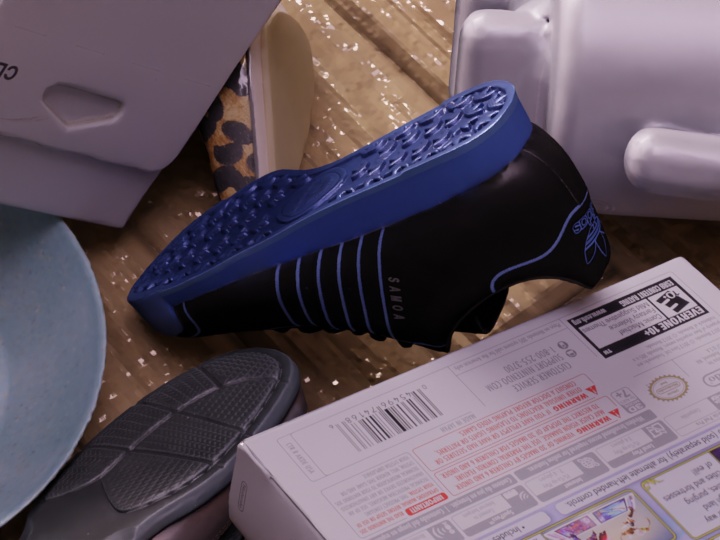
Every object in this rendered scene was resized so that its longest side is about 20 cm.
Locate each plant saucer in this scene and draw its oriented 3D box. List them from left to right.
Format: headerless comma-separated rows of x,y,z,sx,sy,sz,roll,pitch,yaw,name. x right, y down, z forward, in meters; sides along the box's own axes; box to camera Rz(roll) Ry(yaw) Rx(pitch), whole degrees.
-0.195,0.037,0.949,0.200,0.039,0.201,2,56,-3,plant saucer

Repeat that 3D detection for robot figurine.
0.136,-0.077,1.004,0.199,0.113,0.170,4,36,-1,robot figurine

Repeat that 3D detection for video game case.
0.088,0.094,0.846,0.200,0.046,0.181,-21,49,-30,video game case

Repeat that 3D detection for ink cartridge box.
-0.149,-0.137,0.970,0.200,0.145,0.145,47,109,29,ink cartridge box

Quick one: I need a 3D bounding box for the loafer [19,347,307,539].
-0.085,0.109,0.905,0.072,0.063,0.200,10,44,42,loafer

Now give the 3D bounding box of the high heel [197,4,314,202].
-0.095,-0.092,1.047,0.142,0.071,0.201,-12,67,16,high heel

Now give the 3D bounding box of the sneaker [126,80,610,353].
0.000,0.000,0.932,0.078,0.200,0.070,53,44,-18,sneaker
